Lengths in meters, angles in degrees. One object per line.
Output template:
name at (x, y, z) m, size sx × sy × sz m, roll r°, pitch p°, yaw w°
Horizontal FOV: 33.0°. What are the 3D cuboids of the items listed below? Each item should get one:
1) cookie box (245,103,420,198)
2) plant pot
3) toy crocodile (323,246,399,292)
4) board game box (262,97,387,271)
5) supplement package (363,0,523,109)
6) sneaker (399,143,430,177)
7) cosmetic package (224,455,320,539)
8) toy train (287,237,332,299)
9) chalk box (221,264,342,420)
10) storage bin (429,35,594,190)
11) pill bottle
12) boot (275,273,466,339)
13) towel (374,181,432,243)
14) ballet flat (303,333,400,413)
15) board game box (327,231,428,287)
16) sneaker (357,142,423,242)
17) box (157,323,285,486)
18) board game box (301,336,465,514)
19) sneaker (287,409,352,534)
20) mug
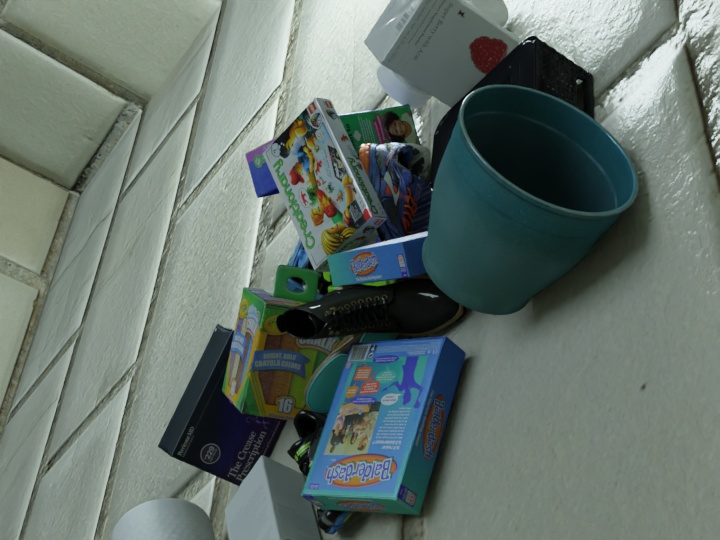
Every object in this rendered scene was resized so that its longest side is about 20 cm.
cookie box at (-0.041, -0.178, 1.807) m, size 0.171 × 0.200 × 0.075 m, roll -19°, pitch 88°, yaw 48°
plant pot at (0.161, -0.060, 1.290) m, size 0.200 × 0.200 × 0.188 m, roll -89°, pitch 19°, yaw -48°
toy crocodile at (0.000, 0.000, 1.670) m, size 0.200 × 0.062 × 0.068 m, roll 2°, pitch 102°, yaw 60°
board game box at (-0.050, -0.116, 1.638) m, size 0.126 × 0.035 × 0.200 m, roll -43°, pitch 60°, yaw 34°
supplement package at (0.126, -0.283, 1.586) m, size 0.121 × 0.200 × 0.120 m, roll -56°, pitch 22°, yaw 14°
sneaker at (0.019, -0.118, 1.768) m, size 0.200 × 0.078 × 0.080 m, roll -30°, pitch 2°, yaw 18°
cosmetic package at (-0.112, 0.338, 1.549) m, size 0.102 × 0.071 × 0.200 m, roll -56°, pitch 23°, yaw 15°
toy train at (-0.055, -0.042, 1.858) m, size 0.114 × 0.087 × 0.200 m, roll -40°, pitch 27°, yaw 59°
chalk box at (-0.102, 0.095, 1.682) m, size 0.124 × 0.124 × 0.200 m, roll -152°, pitch 73°, yaw -68°
storage bin at (0.181, -0.169, 1.479) m, size 0.200 × 0.094 × 0.135 m, roll -42°, pitch 29°, yaw 41°
pill bottle at (0.117, -0.337, 1.794) m, size 0.200 × 0.109 × 0.110 m, roll -44°, pitch 28°, yaw 36°
boot at (0.013, 0.055, 1.464) m, size 0.200 × 0.138 × 0.078 m, roll -10°, pitch 93°, yaw 35°
towel at (0.050, -0.033, 1.696) m, size 0.145 × 0.024 × 0.200 m, roll -20°, pitch 46°, yaw 58°
ballet flat at (-0.001, 0.103, 1.603) m, size 0.200 × 0.068 × 0.072 m, roll -54°, pitch 10°, yaw 16°
board game box at (0.070, -0.022, 1.481) m, size 0.200 × 0.152 × 0.045 m, roll -10°, pitch 94°, yaw 62°
sneaker at (0.050, -0.099, 1.646) m, size 0.078 × 0.075 × 0.200 m, roll -16°, pitch 61°, yaw 7°
box at (-0.184, 0.200, 1.777) m, size 0.200 × 0.141 × 0.079 m, roll -65°, pitch 22°, yaw -7°
board game box at (0.026, 0.177, 1.400) m, size 0.152 × 0.045 × 0.200 m, roll -7°, pitch 54°, yaw 44°
sneaker at (-0.051, 0.248, 1.507) m, size 0.071 × 0.083 × 0.200 m, roll -51°, pitch 28°, yaw 23°
mug at (-0.266, 0.450, 1.693) m, size 0.175 × 0.147 × 0.200 m, roll -115°, pitch 26°, yaw -55°
